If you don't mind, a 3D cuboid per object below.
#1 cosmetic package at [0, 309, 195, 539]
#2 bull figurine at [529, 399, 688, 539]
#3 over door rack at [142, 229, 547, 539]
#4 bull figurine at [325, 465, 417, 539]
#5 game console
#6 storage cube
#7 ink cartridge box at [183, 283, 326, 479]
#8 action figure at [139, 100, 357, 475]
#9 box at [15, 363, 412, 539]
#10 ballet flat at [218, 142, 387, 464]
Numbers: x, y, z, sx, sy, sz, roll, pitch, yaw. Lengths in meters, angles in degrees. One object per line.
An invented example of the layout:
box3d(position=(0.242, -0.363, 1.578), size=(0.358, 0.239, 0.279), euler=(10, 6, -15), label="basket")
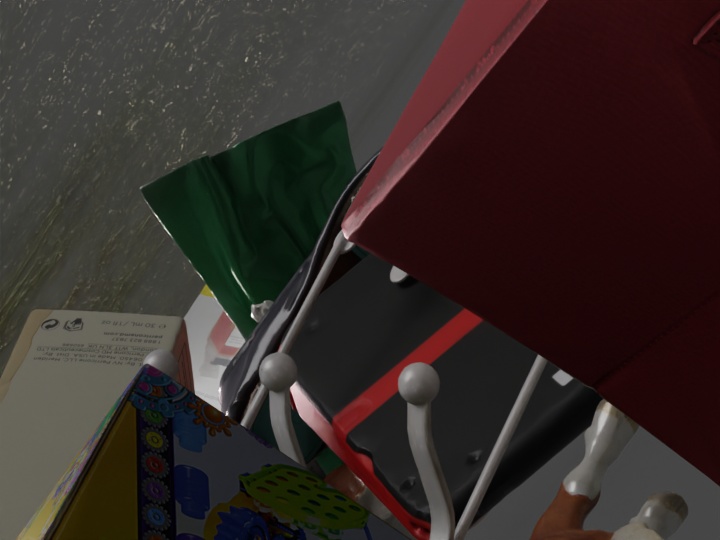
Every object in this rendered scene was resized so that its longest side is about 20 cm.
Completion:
box3d(position=(-0.118, 0.116, 0.727), size=(0.201, 0.072, 0.104), euler=(-75, -14, -54), label="cosmetic package")
box3d(position=(0.058, 0.117, 0.571), size=(0.200, 0.065, 0.122), euler=(-47, 8, 42), label="bull figurine")
box3d(position=(0.000, 0.036, 0.641), size=(0.147, 0.067, 0.200), euler=(1, 43, 47), label="over door rack")
box3d(position=(0.040, 0.072, 0.793), size=(0.201, 0.065, 0.121), euler=(-54, -1, 13), label="bull figurine")
box3d(position=(0.068, 0.009, 0.718), size=(0.199, 0.031, 0.177), euler=(-40, 31, -7), label="game console")
box3d(position=(0.129, -0.064, 0.476), size=(0.201, 0.170, 0.180), euler=(-62, 8, -35), label="storage cube")
box3d(position=(-0.031, 0.068, 0.992), size=(0.083, 0.145, 0.201), euler=(12, 61, 40), label="ink cartridge box")
box3d(position=(-0.018, 0.031, 0.896), size=(0.117, 0.202, 0.055), euler=(-25, -2, -23), label="action figure")
box3d(position=(-0.041, 0.171, 0.474), size=(0.200, 0.192, 0.122), euler=(-50, 9, 34), label="box")
box3d(position=(0.000, 0.000, 0.837), size=(0.201, 0.073, 0.073), euler=(-55, 7, 0), label="ballet flat")
